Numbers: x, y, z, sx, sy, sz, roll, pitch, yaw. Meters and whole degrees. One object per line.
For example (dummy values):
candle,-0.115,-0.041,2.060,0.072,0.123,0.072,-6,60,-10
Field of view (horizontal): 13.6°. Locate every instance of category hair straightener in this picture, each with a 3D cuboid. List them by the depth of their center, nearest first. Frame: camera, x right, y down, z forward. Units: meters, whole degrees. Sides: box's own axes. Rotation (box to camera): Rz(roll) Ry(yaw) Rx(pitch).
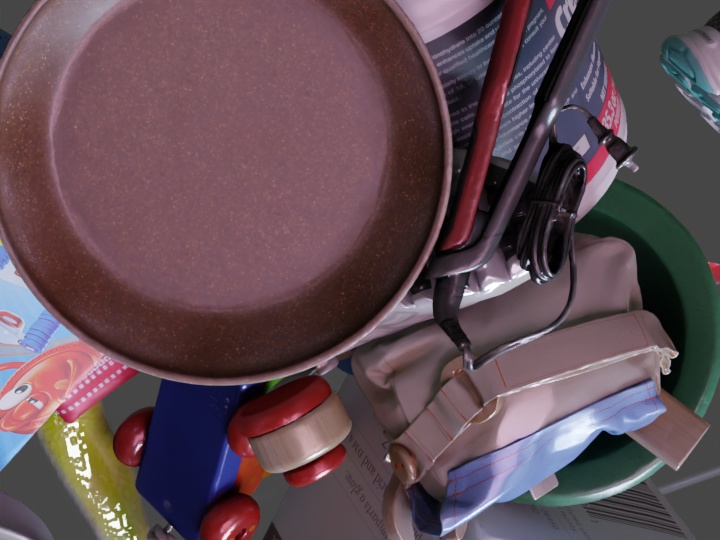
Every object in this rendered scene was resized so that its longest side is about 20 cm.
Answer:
hair straightener,0.083,-0.051,1.284,0.077,0.041,0.201,17,83,-5

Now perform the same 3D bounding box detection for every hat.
hat,0.107,0.039,1.538,0.199,0.176,0.166,11,86,5

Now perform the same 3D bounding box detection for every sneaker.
sneaker,0.000,0.000,1.354,0.199,0.075,0.081,-14,158,16
sneaker,0.240,-0.077,1.547,0.091,0.078,0.200,-44,130,0

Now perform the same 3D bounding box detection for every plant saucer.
plant saucer,-0.060,-0.052,1.288,0.200,0.037,0.201,0,102,0

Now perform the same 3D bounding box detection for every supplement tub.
supplement tub,0.031,-0.112,1.376,0.140,0.140,0.200,-31,129,-5

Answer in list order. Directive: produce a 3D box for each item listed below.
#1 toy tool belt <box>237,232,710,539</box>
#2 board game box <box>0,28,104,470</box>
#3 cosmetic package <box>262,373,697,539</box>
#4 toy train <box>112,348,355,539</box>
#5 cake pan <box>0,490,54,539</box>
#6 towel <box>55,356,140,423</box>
toy tool belt,0.056,0.075,1.382,0.200,0.125,0.123,-28,99,-12
board game box,-0.196,-0.013,1.356,0.200,0.056,0.196,30,111,-36
cosmetic package,0.051,0.181,1.557,0.165,0.165,0.200,14,114,-32
toy train,-0.057,0.092,1.510,0.116,0.085,0.200,-25,146,-37
cake pan,-0.230,0.156,1.439,0.199,0.037,0.201,-5,144,-4
towel,-0.132,-0.028,1.425,0.144,0.022,0.200,-35,129,-1
